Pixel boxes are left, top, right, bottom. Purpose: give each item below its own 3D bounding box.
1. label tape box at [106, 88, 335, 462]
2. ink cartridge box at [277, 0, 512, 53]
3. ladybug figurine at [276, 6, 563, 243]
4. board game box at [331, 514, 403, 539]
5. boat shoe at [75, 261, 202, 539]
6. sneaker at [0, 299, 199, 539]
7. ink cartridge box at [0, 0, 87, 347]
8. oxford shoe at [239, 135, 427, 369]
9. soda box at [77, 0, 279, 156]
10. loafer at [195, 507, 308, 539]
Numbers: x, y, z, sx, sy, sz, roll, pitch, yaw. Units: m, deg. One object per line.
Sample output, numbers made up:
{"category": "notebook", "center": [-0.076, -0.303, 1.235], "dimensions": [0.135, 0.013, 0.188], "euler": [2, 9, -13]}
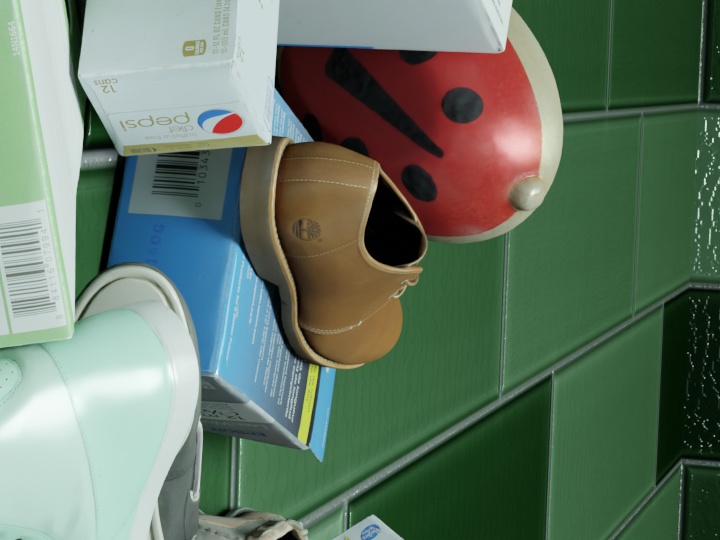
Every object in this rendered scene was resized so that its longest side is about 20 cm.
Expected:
{"category": "label tape box", "center": [-0.059, 0.002, 1.131], "dimensions": [0.200, 0.066, 0.144], "euler": [53, 43, -70]}
{"category": "ink cartridge box", "center": [0.010, -0.217, 1.177], "dimensions": [0.084, 0.145, 0.201], "euler": [55, 41, -63]}
{"category": "ladybug figurine", "center": [0.023, -0.093, 1.220], "dimensions": [0.072, 0.200, 0.136], "euler": [7, 116, -50]}
{"category": "board game box", "center": [-0.062, 0.200, 0.983], "dimensions": [0.199, 0.034, 0.135], "euler": [-28, 144, -40]}
{"category": "boat shoe", "center": [-0.101, 0.084, 1.010], "dimensions": [0.057, 0.066, 0.202], "euler": [-90, -178, -69]}
{"category": "sneaker", "center": [-0.140, 0.104, 0.891], "dimensions": [0.118, 0.074, 0.202], "euler": [-11, 129, -39]}
{"category": "ink cartridge box", "center": [-0.134, -0.085, 0.876], "dimensions": [0.200, 0.048, 0.146], "euler": [-101, -175, -58]}
{"category": "oxford shoe", "center": [0.000, 0.000, 1.096], "dimensions": [0.200, 0.071, 0.072], "euler": [61, 34, -67]}
{"category": "soda box", "center": [-0.071, -0.149, 0.993], "dimensions": [0.064, 0.068, 0.201], "euler": [68, 21, -57]}
{"category": "loafer", "center": [-0.051, 0.156, 1.187], "dimensions": [0.200, 0.062, 0.073], "euler": [33, 63, -72]}
